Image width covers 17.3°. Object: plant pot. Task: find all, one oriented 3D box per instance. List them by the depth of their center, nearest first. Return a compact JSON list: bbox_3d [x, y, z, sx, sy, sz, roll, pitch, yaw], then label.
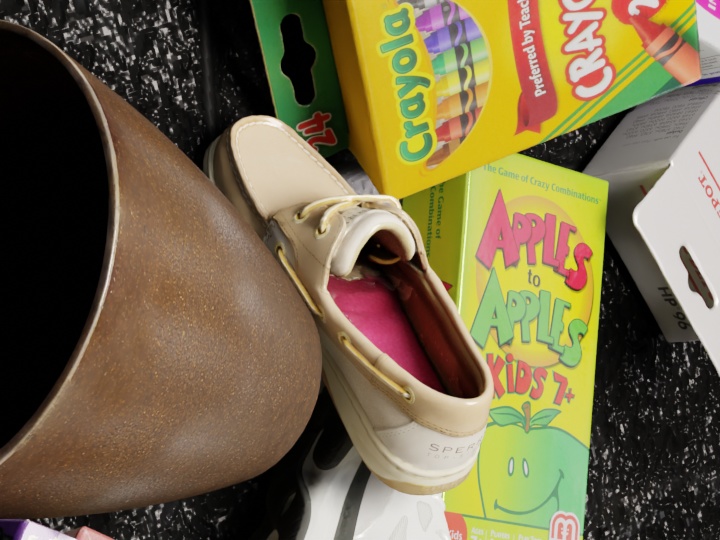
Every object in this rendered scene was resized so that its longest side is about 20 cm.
[{"bbox_3d":[-0.109,0.022,0.938,0.200,0.186,0.188,26,69,-53],"label":"plant pot"}]

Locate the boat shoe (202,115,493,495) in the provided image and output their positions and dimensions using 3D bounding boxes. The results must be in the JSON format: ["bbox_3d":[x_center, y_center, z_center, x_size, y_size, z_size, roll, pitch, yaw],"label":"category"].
[{"bbox_3d":[0.000,0.000,1.033,0.074,0.069,0.200,-17,61,-35],"label":"boat shoe"}]

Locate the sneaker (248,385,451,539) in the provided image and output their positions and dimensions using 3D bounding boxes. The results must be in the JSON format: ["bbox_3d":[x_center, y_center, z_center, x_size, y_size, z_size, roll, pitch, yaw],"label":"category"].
[{"bbox_3d":[0.018,0.120,1.070,0.115,0.076,0.201,39,53,-16],"label":"sneaker"}]

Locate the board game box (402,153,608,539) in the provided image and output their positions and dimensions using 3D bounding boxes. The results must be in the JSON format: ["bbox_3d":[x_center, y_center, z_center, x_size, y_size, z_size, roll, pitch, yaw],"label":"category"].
[{"bbox_3d":[0.065,0.045,1.162,0.101,0.048,0.201,14,77,-40],"label":"board game box"}]

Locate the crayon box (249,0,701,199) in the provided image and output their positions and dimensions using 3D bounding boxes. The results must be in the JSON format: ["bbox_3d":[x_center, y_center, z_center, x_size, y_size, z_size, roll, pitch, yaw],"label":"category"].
[{"bbox_3d":[0.055,-0.113,1.075,0.200,0.051,0.127,-22,133,-10],"label":"crayon box"}]

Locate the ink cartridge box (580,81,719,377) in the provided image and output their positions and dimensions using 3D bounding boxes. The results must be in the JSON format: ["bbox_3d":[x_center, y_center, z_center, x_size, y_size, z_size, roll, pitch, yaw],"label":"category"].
[{"bbox_3d":[0.191,-0.043,1.266,0.200,0.068,0.116,-50,118,-36],"label":"ink cartridge box"}]

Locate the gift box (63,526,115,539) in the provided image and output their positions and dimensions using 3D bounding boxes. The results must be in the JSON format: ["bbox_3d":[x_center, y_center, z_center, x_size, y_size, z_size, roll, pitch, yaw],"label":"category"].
[{"bbox_3d":[-0.107,0.197,0.907,0.200,0.187,0.185,33,66,-14],"label":"gift box"}]

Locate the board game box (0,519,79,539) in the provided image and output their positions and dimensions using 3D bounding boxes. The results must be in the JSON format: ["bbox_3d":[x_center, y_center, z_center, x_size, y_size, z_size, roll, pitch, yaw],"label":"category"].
[{"bbox_3d":[-0.177,0.147,0.830,0.032,0.200,0.120,31,66,-33],"label":"board game box"}]

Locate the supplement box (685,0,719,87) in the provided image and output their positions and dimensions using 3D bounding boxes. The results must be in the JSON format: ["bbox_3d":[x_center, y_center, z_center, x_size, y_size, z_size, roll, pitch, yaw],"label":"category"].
[{"bbox_3d":[0.111,-0.172,1.187,0.200,0.103,0.102,21,73,-37],"label":"supplement box"}]
